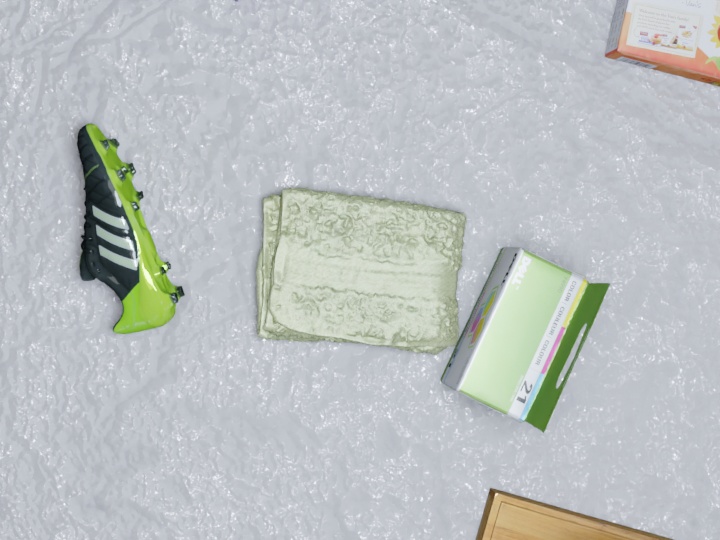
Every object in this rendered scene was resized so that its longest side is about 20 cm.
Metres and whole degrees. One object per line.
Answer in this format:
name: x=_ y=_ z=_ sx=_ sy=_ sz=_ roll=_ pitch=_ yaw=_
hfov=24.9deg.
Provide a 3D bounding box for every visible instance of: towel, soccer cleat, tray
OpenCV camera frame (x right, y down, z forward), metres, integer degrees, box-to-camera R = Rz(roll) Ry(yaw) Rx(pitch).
towel: x=0.000 y=0.000 z=1.558 sx=0.198 sy=0.036 sz=0.150 roll=5 pitch=90 yaw=-4
soccer cleat: x=-0.235 y=-0.037 z=1.527 sx=0.081 sy=0.068 sz=0.201 roll=-21 pitch=93 yaw=9
tray: x=0.209 y=0.287 z=1.579 sx=0.198 sy=0.037 sz=0.099 roll=16 pitch=90 yaw=-5

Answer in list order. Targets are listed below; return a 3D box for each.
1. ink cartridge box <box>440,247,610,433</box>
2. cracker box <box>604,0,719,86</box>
ink cartridge box: x=0.148 y=0.058 z=1.488 sx=0.075 sy=0.200 sz=0.149 roll=25 pitch=88 yaw=-4
cracker box: x=0.325 y=-0.289 z=1.570 sx=0.133 sy=0.058 sz=0.202 roll=14 pitch=91 yaw=-5
